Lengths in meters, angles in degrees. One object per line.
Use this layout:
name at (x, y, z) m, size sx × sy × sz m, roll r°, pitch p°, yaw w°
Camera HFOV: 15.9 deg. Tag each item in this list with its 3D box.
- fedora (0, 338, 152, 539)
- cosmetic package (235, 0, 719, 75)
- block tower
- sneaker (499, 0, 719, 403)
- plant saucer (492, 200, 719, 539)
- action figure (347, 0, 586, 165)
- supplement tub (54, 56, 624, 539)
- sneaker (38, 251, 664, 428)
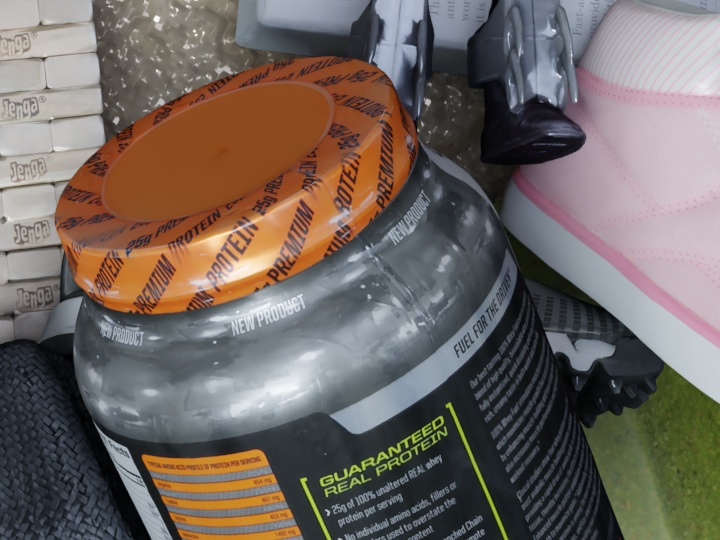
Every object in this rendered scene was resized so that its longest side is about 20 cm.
fedora at (-0.097, 0.094, 0.738) m, size 0.091 × 0.201 × 0.201 m, roll -25°, pitch 94°, yaw 6°
cosmetic package at (0.064, -0.115, 0.866) m, size 0.199 × 0.071 × 0.102 m, roll 7°, pitch 87°, yaw -10°
block tower at (-0.112, -0.047, 0.845) m, size 0.058 × 0.054 × 0.201 m, roll -7°, pitch 91°, yaw -11°
sneaker at (0.128, -0.018, 0.765) m, size 0.075 × 0.200 × 0.105 m, roll 7°, pitch 114°, yaw -44°
plant saucer at (0.035, 0.081, 0.842) m, size 0.199 × 0.048 × 0.201 m, roll -9°, pitch 70°, yaw -15°
action figure at (0.034, -0.134, 0.793) m, size 0.129 × 0.069 × 0.201 m, roll 1°, pitch 84°, yaw 0°
supplement tub at (-0.001, 0.051, 0.705) m, size 0.122 × 0.123 × 0.201 m, roll -27°, pitch 117°, yaw -9°
sneaker at (0.000, 0.000, 0.805) m, size 0.199 × 0.067 × 0.091 m, roll 5°, pitch 68°, yaw -9°
